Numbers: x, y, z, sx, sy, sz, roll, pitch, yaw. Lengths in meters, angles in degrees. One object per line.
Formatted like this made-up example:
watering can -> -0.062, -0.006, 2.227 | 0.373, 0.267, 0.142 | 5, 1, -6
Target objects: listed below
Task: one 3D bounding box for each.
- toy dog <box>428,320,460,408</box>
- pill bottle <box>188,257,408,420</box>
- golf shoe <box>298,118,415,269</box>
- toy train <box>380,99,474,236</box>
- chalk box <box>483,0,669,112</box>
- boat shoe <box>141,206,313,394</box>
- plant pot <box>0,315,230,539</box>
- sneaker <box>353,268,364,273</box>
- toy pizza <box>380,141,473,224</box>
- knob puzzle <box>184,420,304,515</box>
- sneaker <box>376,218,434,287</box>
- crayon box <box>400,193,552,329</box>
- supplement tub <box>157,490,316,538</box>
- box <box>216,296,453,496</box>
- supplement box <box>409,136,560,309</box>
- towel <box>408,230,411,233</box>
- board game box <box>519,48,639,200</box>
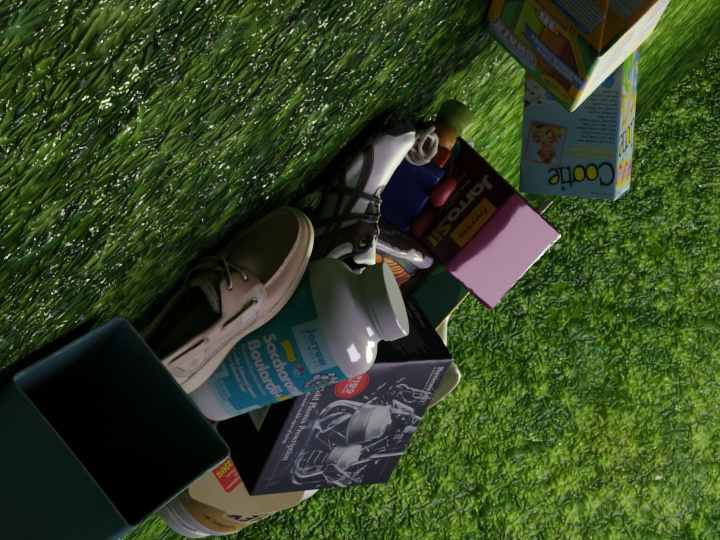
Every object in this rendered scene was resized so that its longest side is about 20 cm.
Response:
toy dog -> 0.034, 0.098, 2.057 | 0.194, 0.139, 0.200 | -60, -167, 26
pill bottle -> -0.061, 0.056, 1.489 | 0.199, 0.111, 0.111 | -19, 177, 11
golf shoe -> -0.005, -0.052, 1.564 | 0.200, 0.094, 0.078 | -47, 171, -2
toy train -> 0.077, -0.130, 1.677 | 0.116, 0.085, 0.200 | -53, 177, -29
chalk box -> 0.203, -0.244, 1.555 | 0.124, 0.125, 0.200 | -44, 171, -12
boat shoe -> -0.116, 0.021, 1.423 | 0.200, 0.071, 0.065 | -52, 151, -9
plant pot -> -0.237, 0.164, 1.301 | 0.200, 0.141, 0.141 | -42, 176, 34
sneaker -> -0.070, 0.022, 1.661 | 0.202, 0.077, 0.147 | -15, -134, 46
toy pizza -> 0.059, -0.085, 1.972 | 0.200, 0.032, 0.200 | -46, 174, -7
knob puzzle -> -0.128, 0.186, 1.865 | 0.220, 0.220, 0.030 | -42, -158, -26
sneaker -> 0.000, 0.000, 1.790 | 0.112, 0.078, 0.200 | -47, 151, 10
crayon box -> 0.124, -0.028, 1.898 | 0.200, 0.052, 0.126 | -47, -171, 2
supplement tub -> -0.148, 0.235, 1.999 | 0.200, 0.145, 0.144 | -30, -177, 38
box -> -0.029, 0.134, 1.789 | 0.182, 0.104, 0.200 | -2, 133, -33
supplement box -> 0.113, -0.062, 1.780 | 0.110, 0.086, 0.200 | -47, -147, 6
towel -> -0.008, 0.004, 1.925 | 0.200, 0.023, 0.144 | -25, 165, -25
board game box -> 0.231, -0.181, 1.730 | 0.103, 0.104, 0.201 | -25, 119, -70
